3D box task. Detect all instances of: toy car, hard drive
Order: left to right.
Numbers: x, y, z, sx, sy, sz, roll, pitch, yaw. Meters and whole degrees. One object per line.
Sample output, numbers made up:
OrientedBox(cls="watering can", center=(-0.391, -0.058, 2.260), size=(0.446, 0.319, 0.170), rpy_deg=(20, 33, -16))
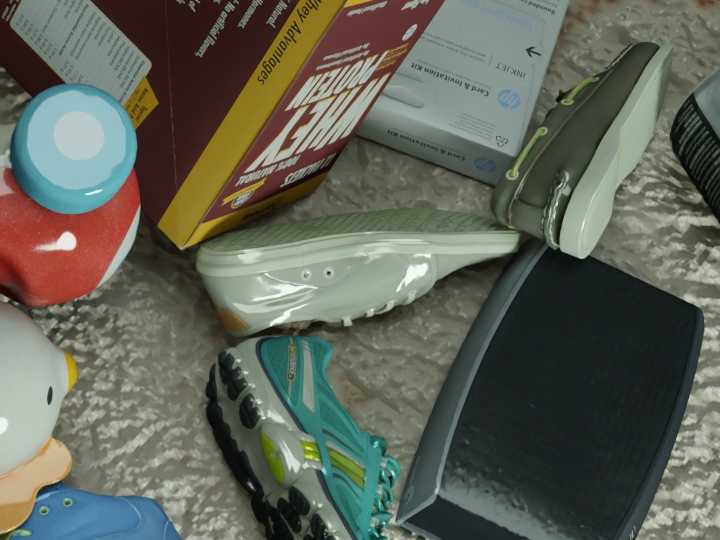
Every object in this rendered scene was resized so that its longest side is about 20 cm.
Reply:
OrientedBox(cls="toy car", center=(-0.186, 0.032, 1.023), size=(0.176, 0.184, 0.201), rpy_deg=(-11, 81, -18))
OrientedBox(cls="hard drive", center=(0.113, 0.079, 1.123), size=(0.134, 0.042, 0.200), rpy_deg=(26, 60, 3))

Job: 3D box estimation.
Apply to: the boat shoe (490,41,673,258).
OrientedBox(cls="boat shoe", center=(0.137, -0.083, 1.191), size=(0.060, 0.072, 0.202), rpy_deg=(17, 40, 16))

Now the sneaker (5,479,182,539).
OrientedBox(cls="sneaker", center=(-0.170, 0.169, 1.005), size=(0.199, 0.076, 0.105), rpy_deg=(-13, 53, -26))

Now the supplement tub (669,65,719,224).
OrientedBox(cls="supplement tub", center=(0.279, -0.033, 1.175), size=(0.122, 0.123, 0.201), rpy_deg=(-22, 69, -22))

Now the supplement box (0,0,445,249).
OrientedBox(cls="supplement box", center=(-0.082, -0.160, 1.103), size=(0.200, 0.198, 0.133), rpy_deg=(45, 34, 13))

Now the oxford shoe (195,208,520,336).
OrientedBox(cls="oxford shoe", center=(0.000, 0.000, 1.138), size=(0.199, 0.075, 0.058), rpy_deg=(-9, 104, -27))

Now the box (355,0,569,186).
OrientedBox(cls="box", center=(0.047, -0.165, 1.245), size=(0.155, 0.041, 0.201), rpy_deg=(20, 58, 0))

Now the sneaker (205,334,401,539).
OrientedBox(cls="sneaker", center=(-0.011, 0.118, 1.061), size=(0.079, 0.078, 0.201), rpy_deg=(-12, 64, -28))
